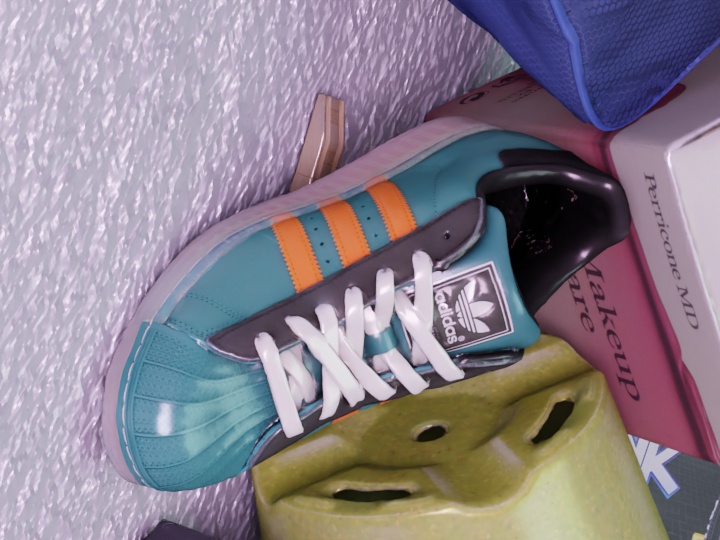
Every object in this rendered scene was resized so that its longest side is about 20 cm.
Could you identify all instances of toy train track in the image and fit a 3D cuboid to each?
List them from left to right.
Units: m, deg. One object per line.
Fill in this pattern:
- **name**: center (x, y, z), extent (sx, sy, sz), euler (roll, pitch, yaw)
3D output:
- **toy train track**: center (0.000, 0.000, 0.939), extent (0.200, 0.032, 0.115), euler (5, 102, -72)

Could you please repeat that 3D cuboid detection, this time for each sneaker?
- **sneaker**: center (0.006, 0.009, 0.829), extent (0.200, 0.080, 0.072), euler (-37, 123, -35)

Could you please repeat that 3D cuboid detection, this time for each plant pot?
- **plant pot**: center (0.044, 0.130, 0.950), extent (0.200, 0.200, 0.185), euler (-49, 131, -50)

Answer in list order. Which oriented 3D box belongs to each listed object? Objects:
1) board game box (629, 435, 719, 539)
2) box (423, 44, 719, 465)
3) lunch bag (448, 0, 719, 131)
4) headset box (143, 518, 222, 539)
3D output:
- **board game box**: center (0.106, 0.060, 1.125), extent (0.200, 0.057, 0.166), euler (19, 91, -44)
- **box**: center (0.125, -0.014, 0.950), extent (0.109, 0.200, 0.128), euler (-24, 104, -18)
- **lunch bag**: center (0.065, -0.158, 0.821), extent (0.136, 0.132, 0.200), euler (-42, 153, -10)
- **headset box**: center (-0.070, 0.205, 0.832), extent (0.200, 0.093, 0.174), euler (-47, 149, -54)
